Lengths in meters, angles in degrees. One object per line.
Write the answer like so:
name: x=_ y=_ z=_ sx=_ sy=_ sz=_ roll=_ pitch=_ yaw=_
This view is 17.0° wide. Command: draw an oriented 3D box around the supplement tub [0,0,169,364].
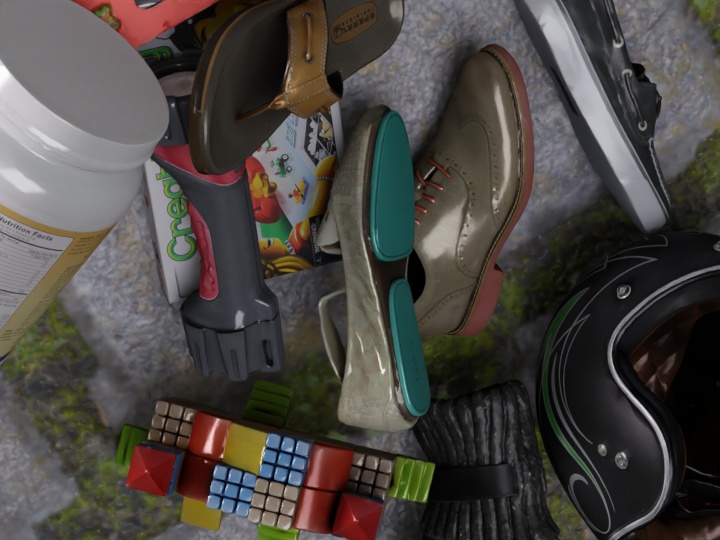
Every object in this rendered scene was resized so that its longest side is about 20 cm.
supplement tub: x=-0.212 y=-0.048 z=1.350 sx=0.144 sy=0.145 sz=0.200 roll=26 pitch=121 yaw=-28

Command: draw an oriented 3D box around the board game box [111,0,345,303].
board game box: x=-0.075 y=-0.087 z=1.465 sx=0.126 sy=0.035 sz=0.201 roll=-14 pitch=119 yaw=-11

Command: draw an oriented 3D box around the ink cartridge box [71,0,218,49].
ink cartridge box: x=-0.137 y=-0.228 z=1.347 sx=0.162 sy=0.050 sz=0.200 roll=-30 pitch=107 yaw=-2

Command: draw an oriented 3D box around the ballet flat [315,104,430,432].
ballet flat: x=0.000 y=0.000 z=1.467 sx=0.062 sy=0.067 sz=0.201 roll=-5 pitch=89 yaw=25

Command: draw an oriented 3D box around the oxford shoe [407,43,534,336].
oxford shoe: x=0.056 y=-0.044 z=1.503 sx=0.075 sy=0.070 sz=0.201 roll=-6 pitch=117 yaw=-30

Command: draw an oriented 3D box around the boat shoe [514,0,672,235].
boat shoe: x=0.160 y=-0.111 z=1.515 sx=0.057 sy=0.069 sz=0.200 roll=-31 pitch=119 yaw=-2

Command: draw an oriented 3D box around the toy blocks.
toy blocks: x=-0.058 y=0.123 z=1.476 sx=0.199 sy=0.137 sz=0.100 roll=14 pitch=90 yaw=3

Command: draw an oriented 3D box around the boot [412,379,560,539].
boot: x=0.055 y=0.164 z=1.601 sx=0.079 sy=0.211 sz=0.158 roll=-18 pitch=86 yaw=-47

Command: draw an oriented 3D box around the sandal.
sandal: x=-0.028 y=-0.118 z=1.385 sx=0.200 sy=0.054 sz=0.082 roll=-33 pitch=127 yaw=-43

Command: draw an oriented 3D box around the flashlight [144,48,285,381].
flashlight: x=-0.094 y=-0.030 z=1.434 sx=0.068 sy=0.068 sz=0.201 roll=-15 pitch=124 yaw=-14

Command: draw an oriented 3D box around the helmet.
helmet: x=0.205 y=0.076 z=1.551 sx=0.199 sy=0.191 sz=0.200 roll=-11 pitch=159 yaw=-4
